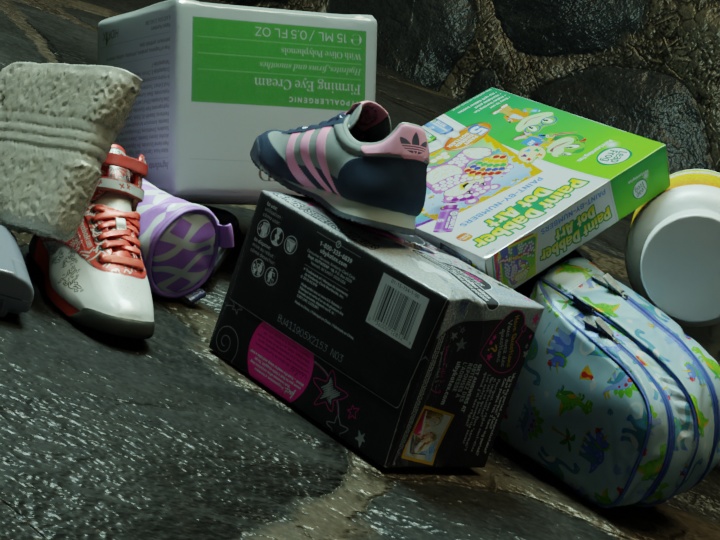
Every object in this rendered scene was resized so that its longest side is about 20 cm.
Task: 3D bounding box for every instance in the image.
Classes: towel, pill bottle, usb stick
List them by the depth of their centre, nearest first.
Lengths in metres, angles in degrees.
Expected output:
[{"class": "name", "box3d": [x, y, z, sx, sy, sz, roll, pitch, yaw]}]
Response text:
[{"class": "towel", "box3d": [-0.240, -0.090, 1.297, 0.034, 0.133, 0.200, 27, -9, -37]}, {"class": "pill bottle", "box3d": [0.267, -0.017, 1.386, 0.111, 0.111, 0.200, 23, 13, 7]}, {"class": "usb stick", "box3d": [-0.141, -0.025, 1.522, 0.055, 0.033, 0.200, 22, 12, -2]}]

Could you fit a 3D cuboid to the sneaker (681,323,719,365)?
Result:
[{"class": "sneaker", "box3d": [0.287, 0.063, 1.483, 0.200, 0.077, 0.080, 18, 3, -25]}]

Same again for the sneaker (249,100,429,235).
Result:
[{"class": "sneaker", "box3d": [-0.011, -0.087, 1.264, 0.070, 0.082, 0.200, 9, 12, -37]}]

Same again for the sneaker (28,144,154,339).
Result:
[{"class": "sneaker", "box3d": [-0.188, -0.031, 1.274, 0.067, 0.108, 0.201, 15, 13, -28]}]

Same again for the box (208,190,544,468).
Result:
[{"class": "box", "box3d": [0.010, 0.039, 1.244, 0.200, 0.132, 0.115, 30, 16, 39]}]

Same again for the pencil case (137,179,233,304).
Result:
[{"class": "pencil case", "box3d": [-0.195, -0.052, 1.410, 0.085, 0.084, 0.200, -34, 48, -31]}]

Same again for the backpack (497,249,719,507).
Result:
[{"class": "backpack", "box3d": [0.180, 0.092, 1.302, 0.200, 0.163, 0.154, 32, 23, 18]}]

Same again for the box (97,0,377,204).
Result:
[{"class": "box", "box3d": [-0.116, -0.146, 1.576, 0.199, 0.172, 0.200, 1, 2, -28]}]

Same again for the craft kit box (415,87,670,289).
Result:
[{"class": "craft kit box", "box3d": [0.103, -0.065, 1.366, 0.200, 0.049, 0.197, -32, 39, -29]}]

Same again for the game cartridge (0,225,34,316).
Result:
[{"class": "game cartridge", "box3d": [-0.326, -0.025, 1.188, 0.200, 0.041, 0.133, 17, 8, -22]}]
